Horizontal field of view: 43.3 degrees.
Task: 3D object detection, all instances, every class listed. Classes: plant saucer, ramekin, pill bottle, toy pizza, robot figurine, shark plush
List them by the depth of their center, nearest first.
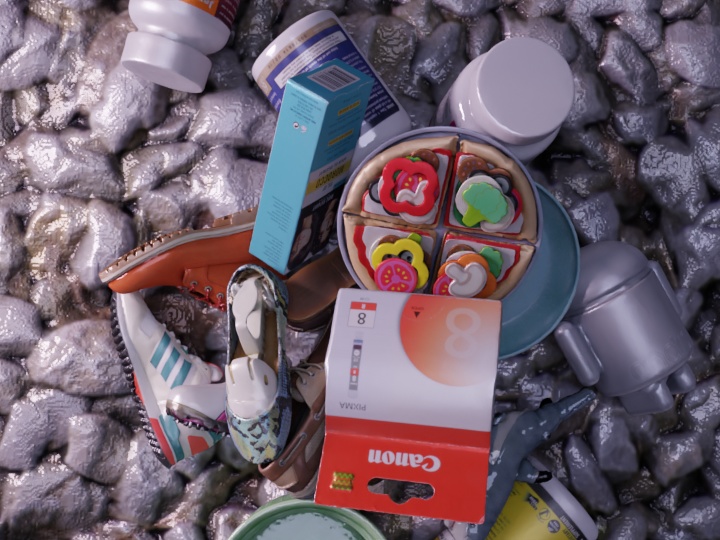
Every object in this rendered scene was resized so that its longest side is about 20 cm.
[{"bbox_3d":[0.076,-0.037,0.866,0.198,0.032,0.202,1,114,3],"label":"toy pizza"},{"bbox_3d":[0.139,-0.155,0.921,0.112,0.200,0.115,1,82,-7],"label":"pill bottle"},{"bbox_3d":[0.122,-0.007,0.923,0.197,0.036,0.202,0,107,0],"label":"plant saucer"},{"bbox_3d":[0.161,0.195,0.928,0.199,0.091,0.083,-32,53,-16],"label":"shark plush"},{"bbox_3d":[-0.056,0.329,0.943,0.197,0.098,0.203,0,88,-4],"label":"ramekin"},{"bbox_3d":[0.142,0.301,0.950,0.200,0.112,0.113,-42,91,-4],"label":"pill bottle"},{"bbox_3d":[-0.179,-0.299,0.954,0.108,0.110,0.202,16,86,-3],"label":"pill bottle"},{"bbox_3d":[-0.016,-0.162,0.959,0.111,0.111,0.201,-36,90,-5],"label":"pill bottle"},{"bbox_3d":[0.277,0.053,0.970,0.169,0.113,0.201,-30,90,-31],"label":"robot figurine"}]

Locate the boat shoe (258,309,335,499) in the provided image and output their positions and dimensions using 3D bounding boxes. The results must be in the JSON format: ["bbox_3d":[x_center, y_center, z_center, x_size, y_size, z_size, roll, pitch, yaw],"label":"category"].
[{"bbox_3d":[-0.043,0.121,0.897,0.071,0.075,0.202,29,70,-32],"label":"boat shoe"}]

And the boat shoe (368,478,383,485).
[{"bbox_3d":[0.052,0.153,0.912,0.199,0.068,0.072,-32,51,16],"label":"boat shoe"}]

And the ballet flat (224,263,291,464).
[{"bbox_3d":[-0.105,0.082,0.870,0.073,0.075,0.202,-4,57,-4],"label":"ballet flat"}]

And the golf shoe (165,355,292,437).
[{"bbox_3d":[-0.108,0.128,0.936,0.199,0.072,0.093,11,83,-38],"label":"golf shoe"}]

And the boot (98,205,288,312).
[{"bbox_3d":[-0.166,0.005,0.945,0.198,0.075,0.108,-18,97,-23],"label":"boot"}]

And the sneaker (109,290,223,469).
[{"bbox_3d":[-0.201,0.101,0.966,0.093,0.070,0.202,-18,87,-22],"label":"sneaker"}]

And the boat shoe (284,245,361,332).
[{"bbox_3d":[0.000,0.000,0.977,0.199,0.070,0.071,-28,66,-5],"label":"boat shoe"}]

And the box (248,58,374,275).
[{"bbox_3d":[-0.050,-0.099,0.888,0.049,0.082,0.201,32,129,18],"label":"box"}]

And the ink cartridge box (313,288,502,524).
[{"bbox_3d":[0.043,0.118,0.834,0.160,0.050,0.202,4,61,10],"label":"ink cartridge box"}]
